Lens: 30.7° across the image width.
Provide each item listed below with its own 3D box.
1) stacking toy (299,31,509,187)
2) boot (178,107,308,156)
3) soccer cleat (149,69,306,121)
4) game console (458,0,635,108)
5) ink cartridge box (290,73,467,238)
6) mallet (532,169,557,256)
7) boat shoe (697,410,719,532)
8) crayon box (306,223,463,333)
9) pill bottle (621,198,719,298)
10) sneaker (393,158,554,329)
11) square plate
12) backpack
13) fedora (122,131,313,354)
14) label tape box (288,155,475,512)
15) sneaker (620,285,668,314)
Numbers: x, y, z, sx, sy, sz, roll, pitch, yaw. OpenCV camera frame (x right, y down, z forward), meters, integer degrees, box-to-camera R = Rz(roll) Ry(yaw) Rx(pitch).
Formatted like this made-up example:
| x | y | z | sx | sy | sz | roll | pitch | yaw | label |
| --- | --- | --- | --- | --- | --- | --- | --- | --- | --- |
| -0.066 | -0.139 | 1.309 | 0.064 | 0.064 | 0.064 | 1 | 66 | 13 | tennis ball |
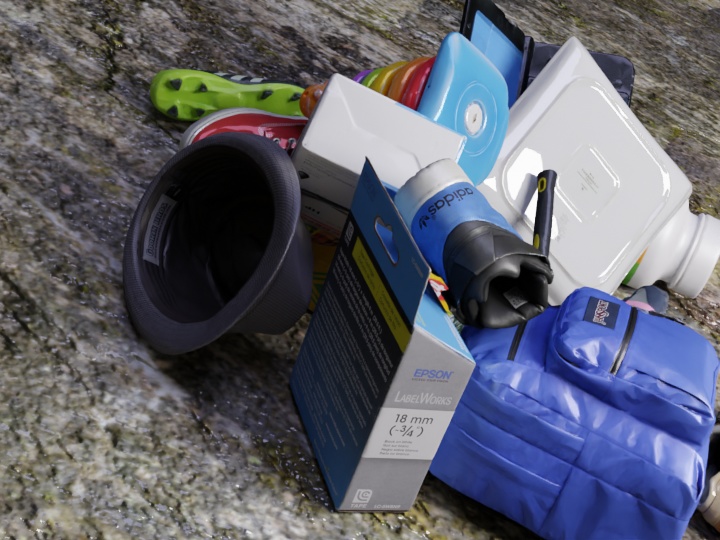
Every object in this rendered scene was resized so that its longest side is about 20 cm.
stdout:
| x | y | z | sx | sy | sz | roll | pitch | yaw | label |
| --- | --- | --- | --- | --- | --- | --- | --- | --- | --- |
| 0.022 | -0.140 | 1.153 | 0.198 | 0.117 | 0.109 | 10 | -16 | 39 | stacking toy |
| -0.055 | -0.104 | 1.202 | 0.198 | 0.073 | 0.144 | -8 | 20 | -38 | boot |
| -0.116 | -0.171 | 1.331 | 0.197 | 0.068 | 0.081 | 11 | 18 | -18 | soccer cleat |
| 0.168 | -0.140 | 1.231 | 0.173 | 0.203 | 0.117 | 11 | -14 | 6 | game console |
| -0.002 | -0.072 | 1.058 | 0.115 | 0.200 | 0.069 | 25 | 73 | -5 | ink cartridge box |
| 0.146 | 0.006 | 1.129 | 0.041 | 0.066 | 0.202 | 29 | 50 | -33 | mallet |
| 0.314 | 0.145 | 1.075 | 0.068 | 0.075 | 0.200 | 28 | 30 | 0 | boat shoe |
| 0.000 | 0.000 | 1.133 | 0.199 | 0.051 | 0.127 | 32 | 31 | 19 | crayon box |
| 0.262 | -0.050 | 1.324 | 0.198 | 0.112 | 0.111 | 25 | 29 | 6 | pill bottle |
| 0.091 | 0.000 | 0.950 | 0.112 | 0.076 | 0.200 | 57 | 2 | 21 | sneaker |
| 0.205 | -0.079 | 1.210 | 0.200 | 0.198 | 0.028 | 47 | -19 | -17 | square plate |
| 0.152 | 0.099 | 0.956 | 0.198 | 0.170 | 0.163 | 22 | 22 | 8 | backpack |
| -0.096 | -0.011 | 1.012 | 0.090 | 0.178 | 0.200 | 34 | 6 | -44 | fedora |
| 0.020 | 0.046 | 0.915 | 0.063 | 0.202 | 0.145 | 6 | 32 | -24 | label tape box |
| 0.220 | 0.052 | 1.171 | 0.081 | 0.071 | 0.200 | 31 | 29 | 9 | sneaker |
